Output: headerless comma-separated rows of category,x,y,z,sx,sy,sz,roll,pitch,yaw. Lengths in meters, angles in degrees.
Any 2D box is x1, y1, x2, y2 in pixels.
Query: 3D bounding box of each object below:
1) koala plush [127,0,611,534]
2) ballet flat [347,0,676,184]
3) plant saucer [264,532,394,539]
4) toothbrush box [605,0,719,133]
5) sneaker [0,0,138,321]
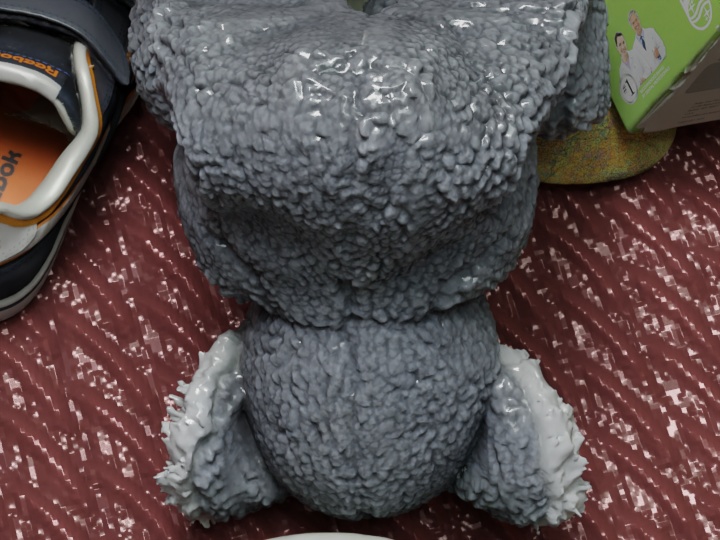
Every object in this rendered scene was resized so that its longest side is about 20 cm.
koala plush,0.000,0.000,0.949,0.176,0.184,0.202,2,109,2
ballet flat,0.028,-0.082,1.043,0.198,0.071,0.071,15,66,0
plant saucer,-0.009,0.192,0.930,0.198,0.050,0.202,2,66,-5
toothbrush box,0.140,-0.167,1.063,0.145,0.086,0.201,-10,66,-30
sneaker,-0.118,-0.083,1.021,0.078,0.080,0.201,13,64,0
